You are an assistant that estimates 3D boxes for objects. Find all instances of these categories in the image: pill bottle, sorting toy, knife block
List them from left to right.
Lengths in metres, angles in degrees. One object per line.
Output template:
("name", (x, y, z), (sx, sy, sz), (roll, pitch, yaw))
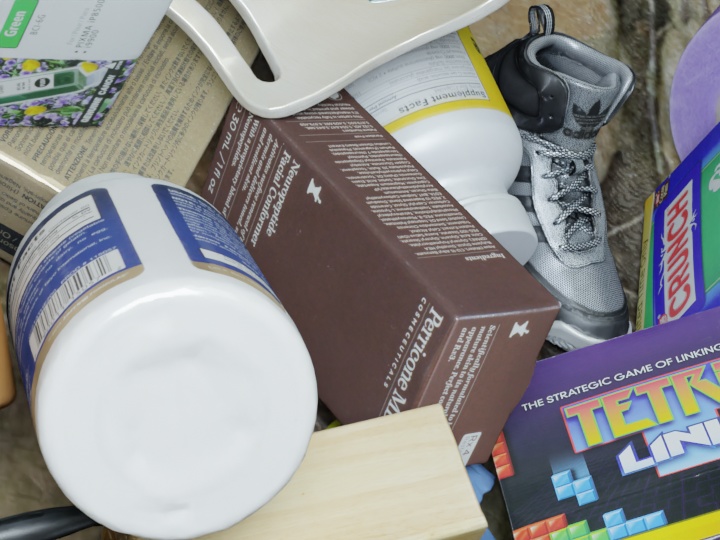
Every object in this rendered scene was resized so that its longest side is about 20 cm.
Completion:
("pill bottle", (-0.093, 0.025, 0.824), (0.111, 0.111, 0.200), (18, 13, -20))
("knife block", (-0.069, 0.119, 0.830), (0.176, 0.200, 0.064), (21, 43, -57))
("sorting toy", (-0.030, -0.174, 0.976), (0.200, 0.107, 0.180), (47, 66, -8))
("pill bottle", (0.022, -0.085, 1.068), (0.112, 0.112, 0.200), (-7, 63, -35))

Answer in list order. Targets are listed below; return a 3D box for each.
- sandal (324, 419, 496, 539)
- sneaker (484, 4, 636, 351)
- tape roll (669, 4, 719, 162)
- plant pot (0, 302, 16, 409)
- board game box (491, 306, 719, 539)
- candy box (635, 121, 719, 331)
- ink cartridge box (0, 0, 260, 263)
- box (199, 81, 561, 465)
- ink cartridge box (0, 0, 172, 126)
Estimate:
("sandal", (0.045, 0.159, 0.936), (0.087, 0.079, 0.200), (3, 58, -35))
("sneaker", (0.116, -0.055, 1.103), (0.075, 0.114, 0.200), (-8, 63, -35))
("tape roll", (0.299, -0.101, 1.190), (0.200, 0.200, 0.085), (42, 47, 2))
("plant pot", (-0.234, 0.019, 0.799), (0.200, 0.200, 0.140), (-23, 89, -40))
("board game box", (0.167, 0.092, 0.947), (0.200, 0.057, 0.165), (-18, 35, 3))
("candy box", (0.239, -0.024, 1.097), (0.077, 0.200, 0.169), (23, 47, -14))
("ink cartridge box", (-0.153, -0.100, 0.997), (0.165, 0.075, 0.200), (31, 48, -7))
("box", (0.000, 0.000, 0.958), (0.075, 0.100, 0.200), (-6, 40, -40))
("ink cartridge box", (-0.195, -0.111, 0.856), (0.200, 0.109, 0.050), (-3, 61, -31))
